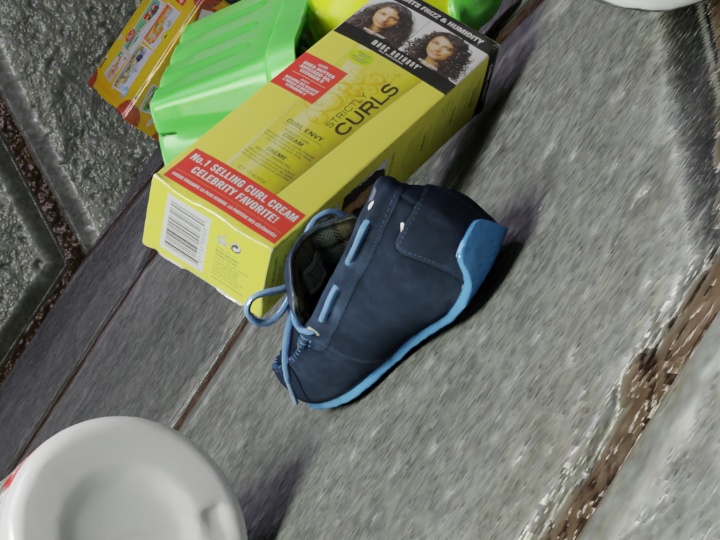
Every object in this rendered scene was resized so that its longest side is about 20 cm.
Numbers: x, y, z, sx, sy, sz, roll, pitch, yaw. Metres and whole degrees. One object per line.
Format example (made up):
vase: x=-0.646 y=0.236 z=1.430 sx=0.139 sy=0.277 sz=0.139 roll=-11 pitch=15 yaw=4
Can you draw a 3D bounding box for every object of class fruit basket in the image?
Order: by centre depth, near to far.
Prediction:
fruit basket: x=-0.007 y=-0.104 z=1.287 sx=0.215 sy=0.156 sz=0.216 roll=-11 pitch=21 yaw=4

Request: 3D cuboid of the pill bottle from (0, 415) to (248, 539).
pill bottle: x=-0.138 y=0.147 z=1.063 sx=0.114 sy=0.114 sz=0.200 roll=-62 pitch=12 yaw=-29

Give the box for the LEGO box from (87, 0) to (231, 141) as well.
LEGO box: x=-0.253 y=-0.286 z=2.958 sx=0.200 sy=0.077 sz=0.149 roll=-55 pitch=34 yaw=5

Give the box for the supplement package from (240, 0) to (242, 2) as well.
supplement package: x=0.025 y=-0.215 z=1.435 sx=0.200 sy=0.117 sz=0.117 roll=-51 pitch=11 yaw=31

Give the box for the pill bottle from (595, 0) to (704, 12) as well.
pill bottle: x=0.105 y=-0.167 z=0.933 sx=0.106 sy=0.106 sz=0.200 roll=-55 pitch=9 yaw=7

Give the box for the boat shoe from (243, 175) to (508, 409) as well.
boat shoe: x=0.000 y=0.000 z=1.002 sx=0.200 sy=0.069 sz=0.084 roll=-45 pitch=15 yaw=56

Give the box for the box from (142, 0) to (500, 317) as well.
box: x=-0.016 y=-0.063 z=1.099 sx=0.200 sy=0.075 sz=0.050 roll=-43 pitch=-23 yaw=-39
